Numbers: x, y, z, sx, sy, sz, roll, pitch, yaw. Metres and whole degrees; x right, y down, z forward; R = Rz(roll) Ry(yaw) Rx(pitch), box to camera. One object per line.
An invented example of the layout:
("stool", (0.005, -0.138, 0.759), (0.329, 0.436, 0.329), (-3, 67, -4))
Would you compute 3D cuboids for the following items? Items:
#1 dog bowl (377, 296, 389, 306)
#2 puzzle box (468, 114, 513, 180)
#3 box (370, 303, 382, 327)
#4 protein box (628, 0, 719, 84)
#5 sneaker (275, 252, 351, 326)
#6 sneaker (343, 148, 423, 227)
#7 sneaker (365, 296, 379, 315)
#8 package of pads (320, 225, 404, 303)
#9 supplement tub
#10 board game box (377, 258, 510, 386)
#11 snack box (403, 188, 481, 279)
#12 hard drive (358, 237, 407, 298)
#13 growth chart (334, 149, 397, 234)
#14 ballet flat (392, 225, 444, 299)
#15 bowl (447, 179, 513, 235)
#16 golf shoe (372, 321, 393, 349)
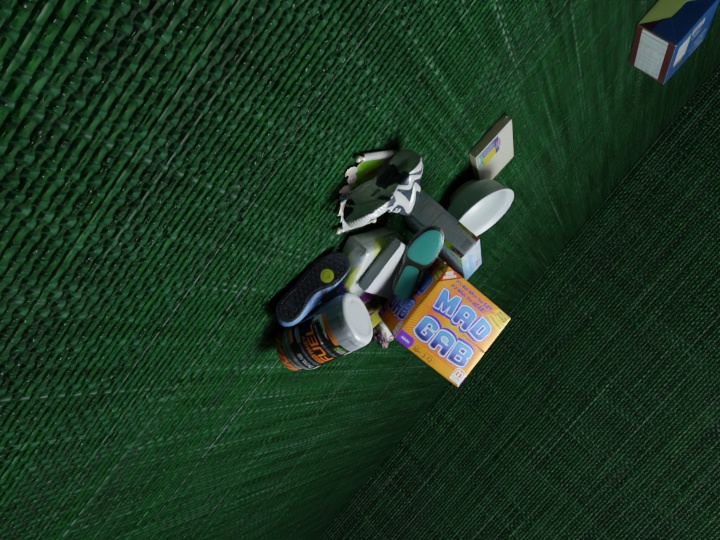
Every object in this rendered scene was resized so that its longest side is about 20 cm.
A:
("dog bowl", (0.146, 0.051, 1.567), (0.196, 0.079, 0.204), (-10, 115, -21))
("puzzle box", (0.343, -0.301, 1.545), (0.133, 0.025, 0.200), (-46, 157, -2))
("box", (-0.027, 0.168, 1.564), (0.199, 0.049, 0.117), (-42, -179, -20))
("protein box", (0.939, -0.719, 1.794), (0.199, 0.135, 0.200), (-48, 157, 0))
("sneaker", (-0.102, 0.039, 1.265), (0.200, 0.066, 0.079), (-44, 173, -11))
("sneaker", (0.053, -0.132, 1.184), (0.200, 0.079, 0.130), (-50, 149, -18))
("sneaker", (-0.041, 0.116, 1.487), (0.198, 0.075, 0.091), (-21, 155, -36))
("package of pads", (0.000, 0.000, 1.365), (0.153, 0.068, 0.202), (-20, 144, -50))
("supplement tub", (-0.082, 0.139, 1.302), (0.198, 0.125, 0.122), (-28, 165, 24))
("board game box", (0.191, 0.108, 1.418), (0.201, 0.199, 0.200), (-52, -165, 4))
("snack box", (0.189, -0.085, 1.390), (0.068, 0.200, 0.169), (-45, 159, -4))
("hard drive", (0.073, 0.000, 1.378), (0.133, 0.026, 0.200), (-53, 161, 5))
("growth chart", (0.006, -0.157, 1.190), (0.144, 0.018, 0.202), (-26, 148, -40))
("ballet flat", (0.127, -0.028, 1.333), (0.074, 0.074, 0.202), (-16, 144, -50))
("bowl", (0.296, -0.172, 1.561), (0.199, 0.091, 0.202), (-27, 156, -13))
("golf shoe", (0.071, 0.169, 1.768), (0.092, 0.072, 0.200), (-50, 168, -8))
